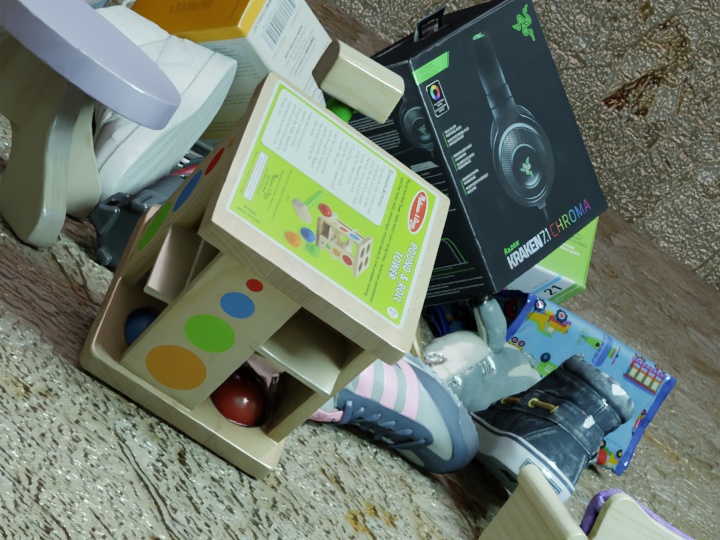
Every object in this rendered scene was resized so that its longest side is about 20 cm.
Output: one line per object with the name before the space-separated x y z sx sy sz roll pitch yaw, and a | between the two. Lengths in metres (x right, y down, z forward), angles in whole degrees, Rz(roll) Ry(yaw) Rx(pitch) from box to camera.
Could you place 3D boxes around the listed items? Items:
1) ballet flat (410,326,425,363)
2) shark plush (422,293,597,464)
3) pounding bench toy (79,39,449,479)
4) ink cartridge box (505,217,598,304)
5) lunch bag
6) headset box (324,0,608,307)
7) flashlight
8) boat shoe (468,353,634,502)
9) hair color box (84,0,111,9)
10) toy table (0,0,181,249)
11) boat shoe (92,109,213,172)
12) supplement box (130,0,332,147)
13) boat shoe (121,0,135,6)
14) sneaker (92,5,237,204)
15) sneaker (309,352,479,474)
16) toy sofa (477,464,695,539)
ballet flat | 0.000 0.000 1.433 0.072 0.067 0.202 37 41 -55
shark plush | 0.101 0.106 1.583 0.200 0.090 0.084 46 27 -43
pounding bench toy | -0.048 -0.015 1.162 0.124 0.156 0.201 34 42 -15
ink cartridge box | 0.077 -0.032 1.778 0.199 0.076 0.148 21 -25 -18
lunch bag | 0.144 0.071 1.743 0.150 0.095 0.200 30 2 -19
headset box | 0.081 -0.100 1.611 0.174 0.092 0.201 -33 106 -46
flashlight | -0.118 -0.031 1.394 0.200 0.067 0.069 -54 134 -76
boat shoe | 0.124 0.104 1.403 0.071 0.091 0.200 45 -6 -8
hair color box | -0.270 -0.229 1.740 0.099 0.061 0.200 36 12 -5
toy table | -0.206 -0.108 1.290 0.183 0.117 0.200 28 13 -35
boat shoe | -0.122 -0.082 1.556 0.199 0.057 0.067 33 12 -20
supplement box | -0.076 -0.138 1.604 0.125 0.074 0.200 0 -39 36
boat shoe | -0.177 -0.187 1.781 0.074 0.086 0.202 39 11 17
sneaker | -0.174 -0.113 1.456 0.115 0.074 0.200 28 35 3
sneaker | -0.007 0.078 1.322 0.200 0.070 0.082 44 47 -21
toy sofa | 0.179 0.189 1.302 0.199 0.098 0.083 29 13 -28
